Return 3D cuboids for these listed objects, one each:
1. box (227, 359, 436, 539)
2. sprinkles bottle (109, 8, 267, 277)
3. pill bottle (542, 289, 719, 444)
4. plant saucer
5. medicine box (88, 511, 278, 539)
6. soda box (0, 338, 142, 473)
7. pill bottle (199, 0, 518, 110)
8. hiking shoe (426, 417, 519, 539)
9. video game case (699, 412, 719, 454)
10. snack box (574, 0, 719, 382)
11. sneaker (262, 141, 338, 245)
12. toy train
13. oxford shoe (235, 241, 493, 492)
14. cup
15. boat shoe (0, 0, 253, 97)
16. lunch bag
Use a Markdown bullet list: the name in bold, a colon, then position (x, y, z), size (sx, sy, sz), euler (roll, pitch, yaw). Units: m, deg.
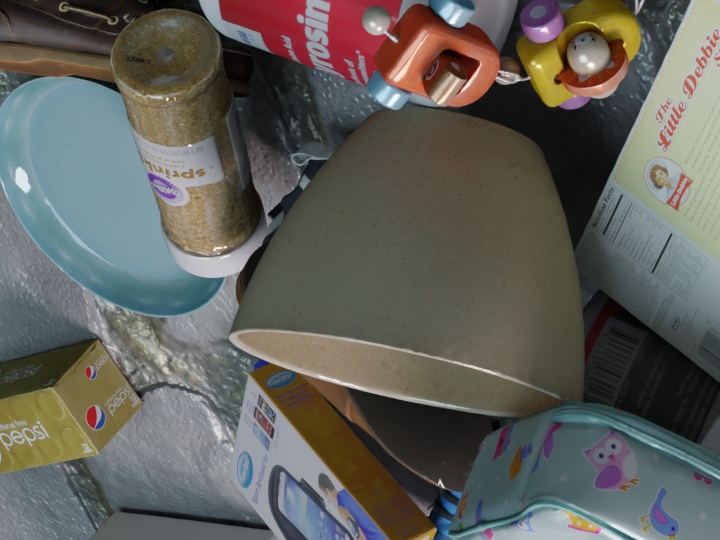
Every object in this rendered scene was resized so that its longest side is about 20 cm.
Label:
- **box**: position (-0.031, 0.155, 1.450), size (0.200, 0.041, 0.119), euler (45, 142, 28)
- **sprinkles bottle**: position (-0.103, -0.075, 1.261), size (0.068, 0.068, 0.200), euler (23, 153, 19)
- **pill bottle**: position (0.216, 0.093, 1.203), size (0.200, 0.114, 0.114), euler (24, 136, 18)
- **plant saucer**: position (-0.169, -0.055, 1.430), size (0.200, 0.027, 0.201), euler (20, 134, 22)
- **medicine box**: position (-0.124, 0.308, 1.654), size (0.182, 0.103, 0.200), euler (2, 126, 36)
- **soda box**: position (-0.267, 0.113, 1.622), size (0.200, 0.064, 0.068), euler (-15, 115, 43)
- **pill bottle**: position (-0.019, -0.171, 1.152), size (0.199, 0.112, 0.113), euler (21, 135, 21)
- **hiking shoe**: position (0.084, 0.147, 1.394), size (0.200, 0.074, 0.087), euler (-38, 86, 42)
- **video game case**: position (0.290, 0.062, 1.108), size (0.143, 0.018, 0.200), euler (32, 103, 9)
- **snack box**: position (0.198, -0.048, 1.111), size (0.116, 0.037, 0.200), euler (40, 132, 22)
- **sneaker**: position (0.000, 0.000, 1.315), size (0.129, 0.080, 0.200), euler (18, 139, 32)
- **toy train**: position (0.102, -0.140, 1.044), size (0.150, 0.056, 0.200), euler (22, 118, -41)
- **oxford shoe**: position (0.004, 0.061, 1.269), size (0.200, 0.071, 0.071), euler (44, 160, -2)
- **cup**: position (0.040, -0.008, 1.146), size (0.200, 0.144, 0.200), euler (13, 170, 2)
- **boat shoe**: position (-0.162, -0.154, 1.304), size (0.199, 0.071, 0.070), euler (11, 177, 11)
- **lunch bag**: position (0.145, 0.141, 1.132), size (0.160, 0.077, 0.200), euler (24, 163, -8)
